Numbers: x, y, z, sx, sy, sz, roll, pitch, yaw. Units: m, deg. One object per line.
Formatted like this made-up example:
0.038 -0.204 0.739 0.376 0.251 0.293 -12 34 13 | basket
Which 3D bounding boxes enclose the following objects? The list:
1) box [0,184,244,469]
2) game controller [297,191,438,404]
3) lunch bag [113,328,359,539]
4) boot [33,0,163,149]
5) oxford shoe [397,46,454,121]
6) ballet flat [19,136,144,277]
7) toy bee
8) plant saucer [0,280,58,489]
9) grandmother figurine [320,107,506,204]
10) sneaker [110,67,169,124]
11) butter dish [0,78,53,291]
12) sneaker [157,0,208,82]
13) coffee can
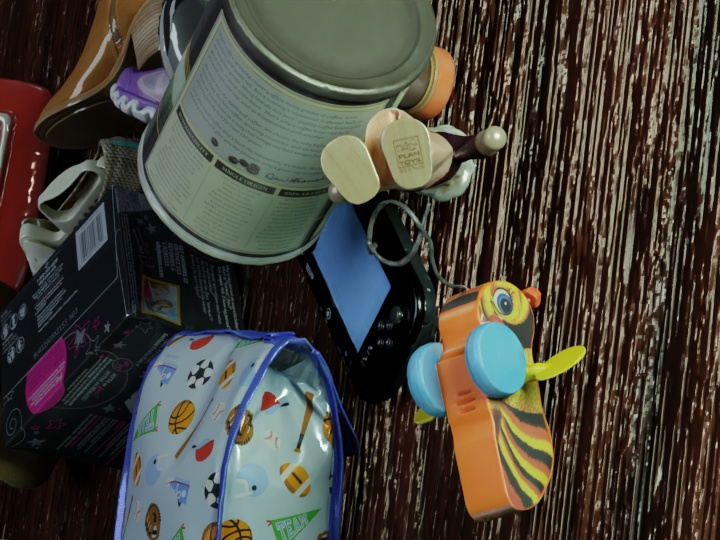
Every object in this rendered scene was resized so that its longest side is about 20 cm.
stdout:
-0.192 0.048 1.864 0.200 0.114 0.133 -43 44 38 | box
0.000 0.000 1.662 0.105 0.042 0.200 -56 38 27 | game controller
-0.089 0.142 1.671 0.170 0.123 0.201 -1 85 57 | lunch bag
-0.217 -0.208 2.027 0.200 0.076 0.156 -39 49 39 | boot
-0.015 -0.144 1.710 0.200 0.072 0.072 -3 76 56 | oxford shoe
-0.249 -0.044 2.017 0.200 0.075 0.068 -51 41 33 | ballet flat
0.088 0.050 1.480 0.130 0.108 0.201 6 104 39 | toy bee
-0.294 0.082 1.958 0.035 0.200 0.201 -23 55 17 | plant saucer
0.038 -0.074 1.537 0.120 0.200 0.061 -7 91 11 | grandmother figurine
-0.123 -0.143 1.874 0.200 0.080 0.089 21 91 51 | sneaker
-0.366 -0.071 2.152 0.199 0.148 0.201 7 82 14 | butter dish
-0.089 -0.123 1.749 0.201 0.074 0.079 68 163 -2 | sneaker
-0.054 -0.118 1.577 0.200 0.145 0.147 124 144 -49 | coffee can
